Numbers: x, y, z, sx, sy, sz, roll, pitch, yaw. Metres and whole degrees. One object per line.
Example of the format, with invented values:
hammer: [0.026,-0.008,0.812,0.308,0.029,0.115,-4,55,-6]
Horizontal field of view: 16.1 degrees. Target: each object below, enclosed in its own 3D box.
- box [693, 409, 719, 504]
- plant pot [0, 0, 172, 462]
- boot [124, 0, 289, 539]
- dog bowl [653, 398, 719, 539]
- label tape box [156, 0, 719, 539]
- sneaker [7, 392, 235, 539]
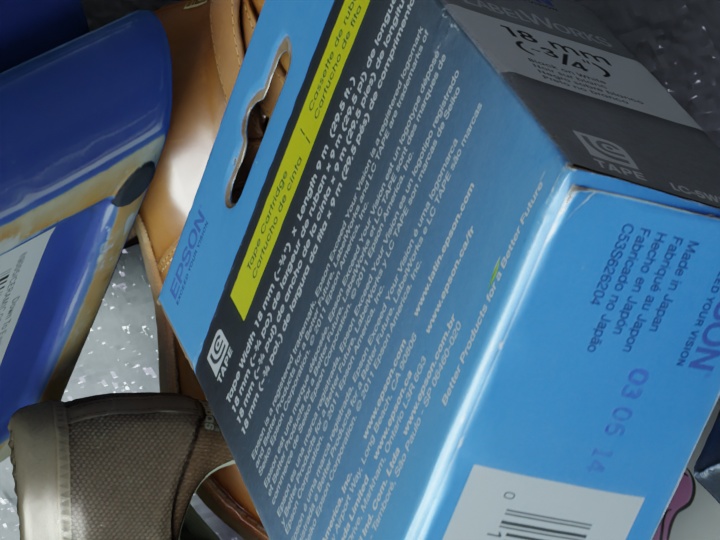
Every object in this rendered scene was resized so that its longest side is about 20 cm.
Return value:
box: [0.208,0.040,0.616,0.124,0.200,0.197,-31,105,37]
plant pot: [-0.177,-0.024,0.733,0.180,0.200,0.200,42,133,16]
boot: [0.000,0.000,0.775,0.155,0.077,0.200,-32,93,41]
dog bowl: [0.077,0.096,0.730,0.074,0.200,0.200,10,127,0]
label tape box: [0.019,0.000,0.651,0.063,0.200,0.144,12,113,-23]
sneaker: [-0.062,0.126,0.789,0.075,0.070,0.200,-7,125,-6]
